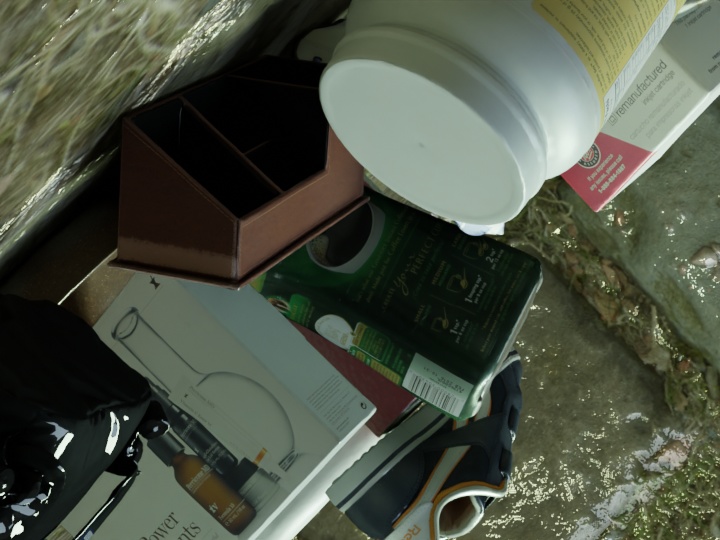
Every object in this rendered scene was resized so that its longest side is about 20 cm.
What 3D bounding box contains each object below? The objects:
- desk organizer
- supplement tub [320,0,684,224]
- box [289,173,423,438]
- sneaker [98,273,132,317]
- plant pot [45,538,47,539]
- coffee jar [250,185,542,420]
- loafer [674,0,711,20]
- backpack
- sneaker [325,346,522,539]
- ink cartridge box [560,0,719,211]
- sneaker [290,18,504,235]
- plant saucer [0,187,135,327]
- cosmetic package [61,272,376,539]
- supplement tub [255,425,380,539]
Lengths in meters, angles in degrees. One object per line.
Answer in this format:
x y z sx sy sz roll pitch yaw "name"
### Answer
-0.058 -0.057 1.185 0.200 0.071 0.077 -38 135 -66 "desk organizer"
0.082 -0.139 1.180 0.200 0.145 0.145 -54 180 -24 "supplement tub"
-0.017 0.000 1.442 0.109 0.200 0.128 -44 175 -3 "box"
-0.153 0.077 1.416 0.200 0.115 0.075 -49 175 41 "sneaker"
-0.285 0.261 1.475 0.200 0.200 0.196 -46 169 1 "plant pot"
0.000 0.000 1.330 0.105 0.199 0.085 -61 176 -24 "coffee jar"
0.178 -0.233 1.330 0.063 0.201 0.072 -11 154 26 "loafer"
-0.207 0.105 1.060 0.200 0.127 0.167 -46 165 13 "backpack"
0.058 0.118 1.412 0.200 0.079 0.078 -38 173 -49 "sneaker"
0.134 -0.161 1.412 0.084 0.200 0.145 -39 173 -38 "ink cartridge box"
0.016 -0.090 1.321 0.115 0.200 0.081 -6 128 -12 "sneaker"
-0.166 0.017 1.243 0.200 0.037 0.200 -45 177 -3 "plant saucer"
-0.107 0.094 1.310 0.200 0.151 0.052 -49 173 35 "cosmetic package"
-0.098 0.092 1.532 0.145 0.200 0.145 -46 176 -4 "supplement tub"
